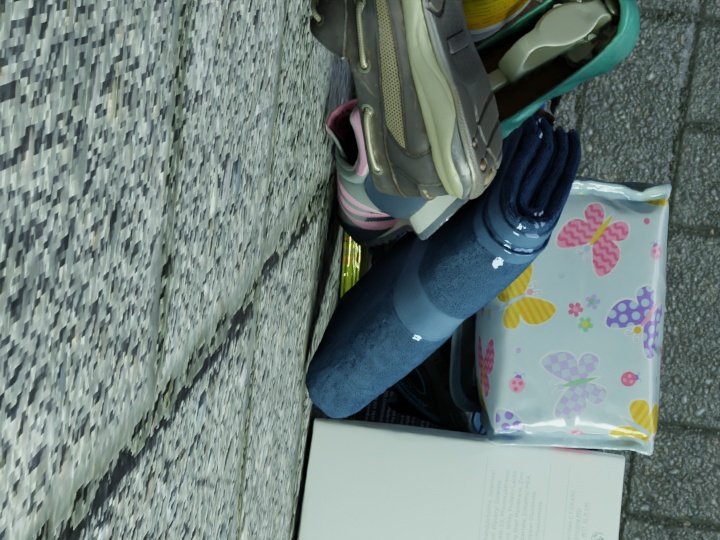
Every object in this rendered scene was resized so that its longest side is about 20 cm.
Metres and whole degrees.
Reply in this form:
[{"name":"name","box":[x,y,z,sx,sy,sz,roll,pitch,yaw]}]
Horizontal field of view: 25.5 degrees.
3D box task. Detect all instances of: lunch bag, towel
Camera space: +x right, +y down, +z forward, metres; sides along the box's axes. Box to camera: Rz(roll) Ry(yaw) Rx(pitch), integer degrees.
[{"name":"lunch bag","box":[0.125,0.022,1.035,0.200,0.126,0.170,-84,177,-85]},{"name":"towel","box":[0.000,0.000,1.099,0.086,0.018,0.201,-70,167,-62]},{"name":"towel","box":[0.047,0.003,0.908,0.200,0.048,0.112,-44,-168,39]}]

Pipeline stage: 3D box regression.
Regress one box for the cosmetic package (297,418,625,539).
[{"name":"cosmetic package","box":[0.066,0.173,1.069,0.199,0.199,0.124,65,31,-80]}]

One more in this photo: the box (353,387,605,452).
[{"name":"box","box":[0.087,0.169,1.270,0.148,0.199,0.105,84,16,-66]}]

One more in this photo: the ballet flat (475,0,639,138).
[{"name":"ballet flat","box":[0.089,-0.124,1.003,0.067,0.200,0.070,54,-4,21]}]

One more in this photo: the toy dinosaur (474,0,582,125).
[{"name":"toy dinosaur","box":[0.092,-0.164,1.131,0.086,0.135,0.200,-64,-179,34]}]

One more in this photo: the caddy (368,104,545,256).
[{"name":"caddy","box":[0.062,-0.084,1.203,0.142,0.105,0.200,-57,-168,38]}]

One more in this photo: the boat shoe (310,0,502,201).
[{"name":"boat shoe","box":[0.010,-0.127,0.767,0.074,0.073,0.201,-30,107,-67]}]

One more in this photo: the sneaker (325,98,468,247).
[{"name":"sneaker","box":[0.012,-0.064,0.909,0.070,0.082,0.200,-46,-171,-12]}]

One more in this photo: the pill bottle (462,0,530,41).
[{"name":"pill bottle","box":[0.061,-0.215,0.967,0.200,0.109,0.110,79,19,-72]}]

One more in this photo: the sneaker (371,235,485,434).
[{"name":"sneaker","box":[0.032,0.037,1.084,0.073,0.082,0.201,-55,140,-39]}]
